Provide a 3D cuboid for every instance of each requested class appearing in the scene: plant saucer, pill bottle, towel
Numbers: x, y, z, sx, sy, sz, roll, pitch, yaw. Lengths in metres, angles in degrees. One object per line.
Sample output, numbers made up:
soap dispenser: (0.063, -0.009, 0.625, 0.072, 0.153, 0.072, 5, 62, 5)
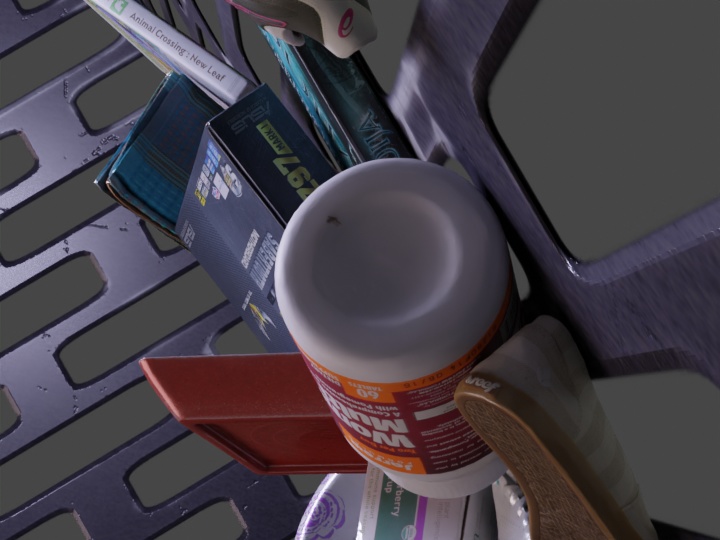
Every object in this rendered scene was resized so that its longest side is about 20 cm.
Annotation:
plant saucer: (-0.015, 0.094, 1.155, 0.200, 0.198, 0.037, 50, -139, -66)
pill bottle: (0.029, 0.038, 0.906, 0.110, 0.109, 0.200, 58, 175, 28)
towel: (-0.079, -0.047, 1.305, 0.199, 0.022, 0.147, 36, -141, -10)

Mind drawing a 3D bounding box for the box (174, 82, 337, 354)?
box: (-0.043, -0.007, 1.141, 0.158, 0.051, 0.200, 51, 161, 6)

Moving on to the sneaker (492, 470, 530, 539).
sneaker: (0.105, 0.146, 1.075, 0.200, 0.075, 0.089, 137, 114, -87)

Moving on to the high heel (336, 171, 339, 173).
high heel: (0.000, 0.000, 1.228, 0.200, 0.067, 0.096, 48, -177, -15)

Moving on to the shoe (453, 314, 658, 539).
shoe: (0.107, 0.100, 0.863, 0.069, 0.054, 0.201, 11, 146, 39)

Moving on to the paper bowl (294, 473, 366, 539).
paper bowl: (0.048, 0.225, 1.406, 0.104, 0.201, 0.201, 36, -168, -39)

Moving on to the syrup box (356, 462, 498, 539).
syrup box: (0.076, 0.196, 1.204, 0.200, 0.081, 0.079, 46, -135, -47)

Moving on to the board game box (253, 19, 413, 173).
board game box: (-0.020, -0.108, 1.060, 0.201, 0.028, 0.135, 59, 176, 9)

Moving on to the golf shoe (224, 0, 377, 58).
golf shoe: (-0.049, -0.144, 0.853, 0.088, 0.077, 0.200, 54, 179, -20)

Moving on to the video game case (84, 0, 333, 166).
video game case: (-0.120, -0.149, 1.404, 0.181, 0.022, 0.200, 36, 178, 22)
